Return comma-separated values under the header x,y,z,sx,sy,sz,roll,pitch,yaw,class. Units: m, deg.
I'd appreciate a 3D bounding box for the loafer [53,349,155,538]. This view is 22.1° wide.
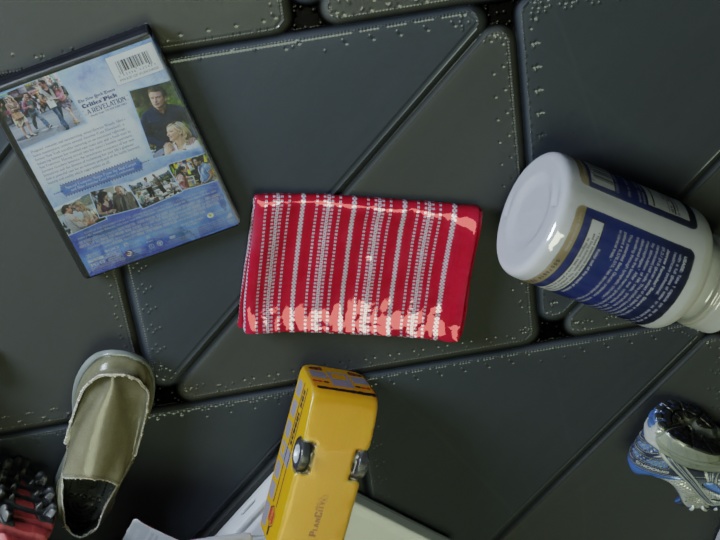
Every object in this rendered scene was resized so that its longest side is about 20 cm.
x,y,z,sx,sy,sz,roll,pitch,yaw,class
-0.227,0.158,1.638,0.075,0.070,0.200,8,124,-14,loafer

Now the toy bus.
x,y,z,sx,sy,sz,roll,pitch,yaw,class
-0.042,0.192,1.651,0.065,0.078,0.200,10,106,-18,toy bus

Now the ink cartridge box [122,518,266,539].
x,y,z,sx,sy,sz,roll,pitch,yaw,class
-0.137,0.294,1.748,0.200,0.050,0.162,25,139,-6,ink cartridge box

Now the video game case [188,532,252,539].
x,y,z,sx,sy,sz,roll,pitch,yaw,class
-0.167,0.340,1.615,0.182,0.023,0.201,-4,86,-34,video game case

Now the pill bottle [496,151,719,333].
x,y,z,sx,sy,sz,roll,pitch,yaw,class
0.225,-0.016,1.555,0.200,0.111,0.111,21,120,-21,pill bottle

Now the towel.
x,y,z,sx,sy,sz,roll,pitch,yaw,class
0.000,0.000,1.589,0.199,0.023,0.145,3,124,-10,towel

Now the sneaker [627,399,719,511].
x,y,z,sx,sy,sz,roll,pitch,yaw,class
0.341,0.191,1.754,0.200,0.077,0.085,26,128,-16,sneaker

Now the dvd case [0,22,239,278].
x,y,z,sx,sy,sz,roll,pitch,yaw,class
-0.199,-0.092,1.496,0.142,0.018,0.200,-19,127,6,dvd case

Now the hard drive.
x,y,z,sx,sy,sz,roll,pitch,yaw,class
-0.027,0.267,1.773,0.200,0.026,0.132,29,117,-26,hard drive

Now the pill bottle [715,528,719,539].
x,y,z,sx,sy,sz,roll,pitch,yaw,class
0.456,0.303,1.816,0.199,0.112,0.112,4,125,-11,pill bottle

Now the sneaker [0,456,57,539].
x,y,z,sx,sy,sz,roll,pitch,yaw,class
-0.312,0.254,1.616,0.071,0.201,0.098,24,123,-29,sneaker
